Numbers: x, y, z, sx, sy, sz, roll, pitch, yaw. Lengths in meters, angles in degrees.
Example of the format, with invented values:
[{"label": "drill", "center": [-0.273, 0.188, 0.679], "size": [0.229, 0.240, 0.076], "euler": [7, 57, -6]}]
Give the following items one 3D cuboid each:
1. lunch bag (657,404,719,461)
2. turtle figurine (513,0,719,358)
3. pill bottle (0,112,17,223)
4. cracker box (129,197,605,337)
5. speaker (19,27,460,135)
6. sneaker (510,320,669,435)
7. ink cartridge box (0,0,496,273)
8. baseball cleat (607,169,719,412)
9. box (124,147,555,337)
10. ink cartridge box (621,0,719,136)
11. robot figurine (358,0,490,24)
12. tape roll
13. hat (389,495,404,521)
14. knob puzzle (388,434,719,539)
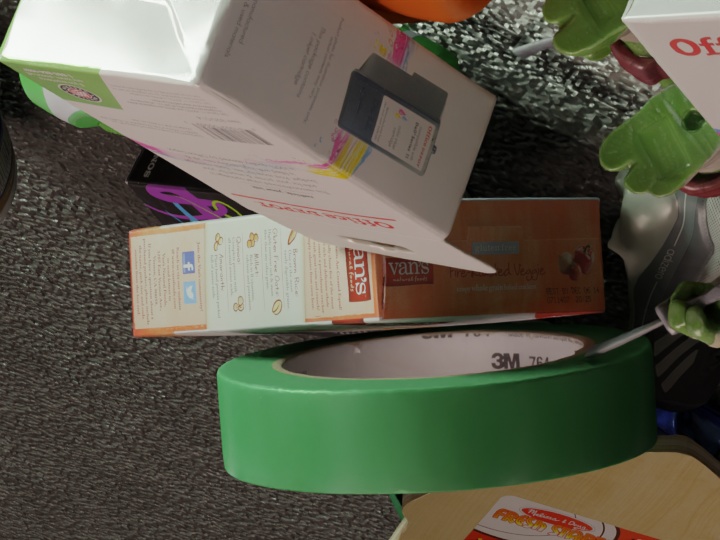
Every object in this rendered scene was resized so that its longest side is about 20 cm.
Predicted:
[{"label": "lunch bag", "center": [0.202, 0.148, 1.565], "size": [0.200, 0.094, 0.151], "euler": [39, 156, -8]}, {"label": "turtle figurine", "center": [0.117, -0.046, 1.138], "size": [0.200, 0.144, 0.194], "euler": [6, 169, 25]}, {"label": "pill bottle", "center": [-0.251, -0.092, 1.450], "size": [0.111, 0.111, 0.200], "euler": [18, 154, 15]}, {"label": "cracker box", "center": [0.000, 0.000, 1.304], "size": [0.134, 0.058, 0.200], "euler": [-1, 177, -37]}, {"label": "speaker", "center": [-0.058, -0.091, 1.310], "size": [0.200, 0.088, 0.088], "euler": [15, 154, 19]}, {"label": "sneaker", "center": [0.099, 0.069, 1.404], "size": [0.200, 0.077, 0.076], "euler": [23, 164, 7]}, {"label": "ink cartridge box", "center": [-0.030, -0.068, 1.107], "size": [0.117, 0.067, 0.200], "euler": [10, 166, 41]}, {"label": "baseball cleat", "center": [0.174, 0.019, 1.333], "size": [0.106, 0.070, 0.200], "euler": [17, 155, 24]}, {"label": "box", "center": [-0.011, -0.011, 1.488], "size": [0.200, 0.036, 0.143], "euler": [6, 149, 33]}, {"label": "ink cartridge box", "center": [0.198, -0.100, 0.998], "size": [0.129, 0.125, 0.200], "euler": [1, 149, 40]}, {"label": "robot figurine", "center": [-0.006, -0.161, 1.083], "size": [0.200, 0.117, 0.144], "euler": [15, 173, 21]}, {"label": "tape roll", "center": [0.035, 0.061, 1.275], "size": [0.200, 0.048, 0.200], "euler": [-5, -174, 0]}, {"label": "hat", "center": [0.135, 0.089, 1.461], "size": [0.176, 0.166, 0.200], "euler": [-32, 128, 29]}, {"label": "knob puzzle", "center": [0.114, 0.129, 1.361], "size": [0.220, 0.030, 0.220], "euler": [3, 142, 3]}]
